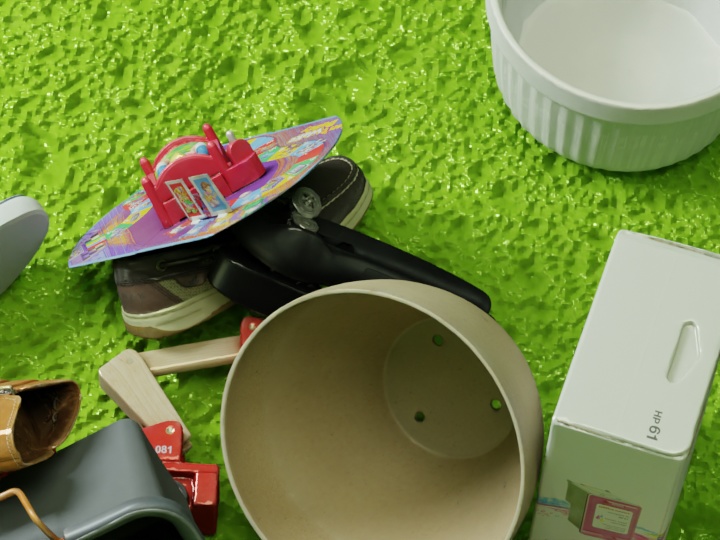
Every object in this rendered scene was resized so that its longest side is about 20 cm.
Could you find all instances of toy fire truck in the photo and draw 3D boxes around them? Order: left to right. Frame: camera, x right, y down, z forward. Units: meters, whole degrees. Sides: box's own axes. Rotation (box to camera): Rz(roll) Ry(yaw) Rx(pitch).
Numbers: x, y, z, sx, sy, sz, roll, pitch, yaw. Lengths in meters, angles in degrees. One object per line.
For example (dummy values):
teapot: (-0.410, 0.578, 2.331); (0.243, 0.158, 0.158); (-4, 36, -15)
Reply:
toy fire truck: (-0.134, 0.098, 1.762); (0.200, 0.049, 0.141); (3, 58, -1)

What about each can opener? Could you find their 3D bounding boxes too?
can opener: (0.000, 0.000, 1.797); (0.200, 0.079, 0.063); (16, 39, -24)

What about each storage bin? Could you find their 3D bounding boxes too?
storage bin: (-0.184, 0.174, 1.630); (0.200, 0.146, 0.134); (-27, 32, 4)

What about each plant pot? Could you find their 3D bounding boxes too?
plant pot: (0.031, 0.090, 1.715); (0.200, 0.201, 0.134); (30, 25, 14)

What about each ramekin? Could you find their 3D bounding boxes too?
ramekin: (0.181, -0.162, 1.909); (0.200, 0.105, 0.201); (2, 58, -3)

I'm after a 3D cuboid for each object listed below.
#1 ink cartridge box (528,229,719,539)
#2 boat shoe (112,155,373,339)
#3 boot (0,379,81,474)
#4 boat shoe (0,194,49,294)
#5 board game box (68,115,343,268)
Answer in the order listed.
ink cartridge box: (0.165, 0.091, 1.696); (0.084, 0.200, 0.145); (17, 59, 7)
boat shoe: (-0.075, -0.027, 1.818); (0.200, 0.065, 0.073); (-35, 35, -28)
boot: (-0.237, 0.086, 1.689); (0.154, 0.074, 0.200); (-19, 27, 23)
boat shoe: (-0.301, 0.004, 1.802); (0.202, 0.075, 0.086); (-41, 65, -14)
board game box: (-0.107, -0.067, 1.792); (0.158, 0.200, 0.039); (-44, 114, -42)
